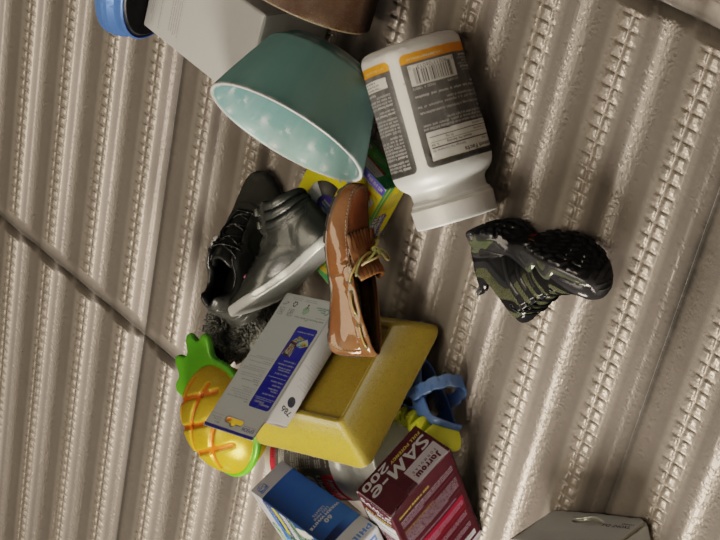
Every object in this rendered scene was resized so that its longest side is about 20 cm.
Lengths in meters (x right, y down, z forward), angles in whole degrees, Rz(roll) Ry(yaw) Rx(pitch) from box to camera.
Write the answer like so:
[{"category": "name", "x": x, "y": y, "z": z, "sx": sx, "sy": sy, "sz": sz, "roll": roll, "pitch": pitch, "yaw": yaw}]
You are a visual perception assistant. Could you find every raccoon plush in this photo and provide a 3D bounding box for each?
[{"category": "raccoon plush", "x": -0.139, "y": 0.045, "z": 1.928, "sx": 0.133, "sy": 0.096, "sz": 0.202, "roll": -11, "pitch": 96, "yaw": 39}]

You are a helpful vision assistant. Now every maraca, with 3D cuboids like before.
[{"category": "maraca", "x": -0.186, "y": 0.174, "z": 1.900, "sx": 0.201, "sy": 0.106, "sz": 0.138, "roll": 56, "pitch": 132, "yaw": 27}]

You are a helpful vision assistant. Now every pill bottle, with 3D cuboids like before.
[{"category": "pill bottle", "x": 0.079, "y": -0.153, "z": 1.609, "sx": 0.116, "sy": 0.116, "sz": 0.202, "roll": -12, "pitch": 95, "yaw": 47}, {"category": "pill bottle", "x": -0.022, "y": 0.236, "z": 1.856, "sx": 0.199, "sy": 0.110, "sz": 0.112, "roll": -11, "pitch": 97, "yaw": 47}]

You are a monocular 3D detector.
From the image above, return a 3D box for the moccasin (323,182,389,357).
[{"category": "moccasin", "x": -0.001, "y": 0.000, "z": 1.705, "sx": 0.077, "sy": 0.073, "sz": 0.204, "roll": 1, "pitch": 88, "yaw": 30}]

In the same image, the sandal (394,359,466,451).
[{"category": "sandal", "x": 0.062, "y": 0.144, "z": 1.776, "sx": 0.199, "sy": 0.079, "sz": 0.088, "roll": 27, "pitch": 94, "yaw": 41}]

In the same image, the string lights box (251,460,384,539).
[{"category": "string lights box", "x": -0.038, "y": 0.317, "z": 1.764, "sx": 0.199, "sy": 0.059, "sz": 0.103, "roll": 25, "pitch": 151, "yaw": 49}]

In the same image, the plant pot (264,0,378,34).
[{"category": "plant pot", "x": -0.034, "y": -0.394, "z": 1.612, "sx": 0.187, "sy": 0.186, "sz": 0.201, "roll": 39, "pitch": 115, "yaw": 29}]

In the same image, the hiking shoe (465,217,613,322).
[{"category": "hiking shoe", "x": 0.199, "y": 0.009, "z": 1.589, "sx": 0.199, "sy": 0.075, "sz": 0.102, "roll": 23, "pitch": 129, "yaw": 49}]

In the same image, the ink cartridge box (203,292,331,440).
[{"category": "ink cartridge box", "x": -0.099, "y": 0.122, "z": 1.767, "sx": 0.099, "sy": 0.201, "sz": 0.039, "roll": 12, "pitch": 151, "yaw": 46}]

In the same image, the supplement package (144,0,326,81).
[{"category": "supplement package", "x": -0.150, "y": -0.311, "z": 1.784, "sx": 0.200, "sy": 0.119, "sz": 0.122, "roll": 40, "pitch": 128, "yaw": 29}]

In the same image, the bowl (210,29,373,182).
[{"category": "bowl", "x": -0.061, "y": -0.198, "z": 1.666, "sx": 0.200, "sy": 0.201, "sz": 0.106, "roll": 19, "pitch": 74, "yaw": 40}]

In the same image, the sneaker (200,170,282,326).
[{"category": "sneaker", "x": -0.151, "y": -0.032, "z": 1.873, "sx": 0.075, "sy": 0.091, "sz": 0.202, "roll": 6, "pitch": 81, "yaw": 31}]

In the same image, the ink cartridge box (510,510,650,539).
[{"category": "ink cartridge box", "x": 0.260, "y": 0.382, "z": 1.640, "sx": 0.144, "sy": 0.083, "sz": 0.202, "roll": -4, "pitch": 101, "yaw": 46}]

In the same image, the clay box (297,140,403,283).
[{"category": "clay box", "x": -0.028, "y": -0.071, "z": 1.798, "sx": 0.115, "sy": 0.047, "sz": 0.201, "roll": 48, "pitch": 132, "yaw": 22}]

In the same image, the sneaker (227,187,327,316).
[{"category": "sneaker", "x": -0.109, "y": -0.027, "z": 1.807, "sx": 0.200, "sy": 0.070, "sz": 0.100, "roll": -40, "pitch": 74, "yaw": 33}]

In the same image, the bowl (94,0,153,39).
[{"category": "bowl", "x": -0.257, "y": -0.381, "z": 1.818, "sx": 0.039, "sy": 0.201, "sz": 0.202, "roll": 27, "pitch": 124, "yaw": 13}]

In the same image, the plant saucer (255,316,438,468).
[{"category": "plant saucer", "x": -0.029, "y": 0.127, "z": 1.770, "sx": 0.199, "sy": 0.201, "sz": 0.048, "roll": 6, "pitch": 149, "yaw": 44}]

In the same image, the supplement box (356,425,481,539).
[{"category": "supplement box", "x": 0.071, "y": 0.285, "z": 1.718, "sx": 0.061, "sy": 0.109, "sz": 0.201, "roll": 30, "pitch": 155, "yaw": 34}]
